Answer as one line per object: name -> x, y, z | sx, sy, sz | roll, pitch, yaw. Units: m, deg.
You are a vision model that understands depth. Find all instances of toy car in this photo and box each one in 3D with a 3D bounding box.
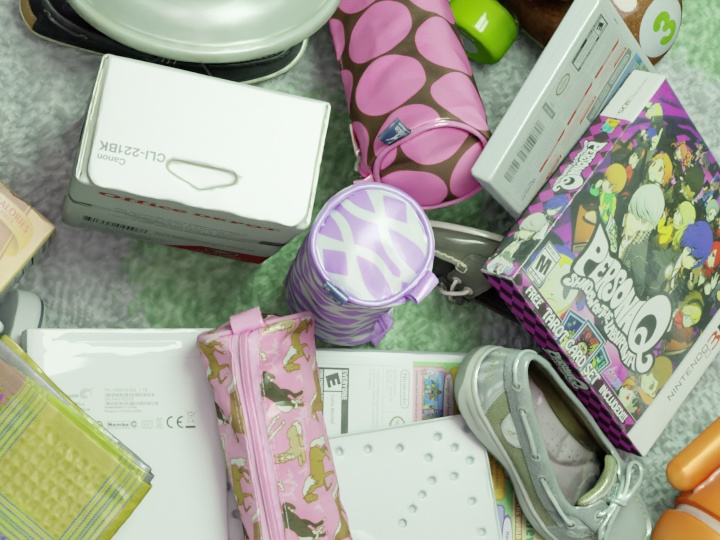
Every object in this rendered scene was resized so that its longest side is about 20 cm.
toy car -> 0.159, -0.214, 1.306 | 0.158, 0.200, 0.164 | 36, 79, 3

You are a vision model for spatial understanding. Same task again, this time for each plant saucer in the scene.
plant saucer -> -0.105, -0.222, 1.285 | 0.200, 0.050, 0.200 | 5, 49, -5

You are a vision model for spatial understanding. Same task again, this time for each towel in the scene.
towel -> -0.237, 0.156, 1.204 | 0.144, 0.023, 0.200 | 38, 87, 6

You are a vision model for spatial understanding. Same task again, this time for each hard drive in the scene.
hard drive -> -0.151, 0.138, 1.250 | 0.132, 0.027, 0.201 | 1, 83, -22

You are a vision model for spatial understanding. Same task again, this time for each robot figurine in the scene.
robot figurine -> 0.282, 0.176, 1.340 | 0.200, 0.144, 0.117 | -45, 55, -12

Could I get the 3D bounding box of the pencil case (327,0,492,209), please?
pencil case -> 0.025, -0.135, 1.297 | 0.094, 0.091, 0.200 | -24, 47, 12

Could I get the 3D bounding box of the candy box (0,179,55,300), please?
candy box -> -0.308, 0.012, 1.271 | 0.115, 0.055, 0.200 | 40, 80, -4

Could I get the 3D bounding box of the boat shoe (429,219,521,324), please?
boat shoe -> 0.107, 0.016, 1.347 | 0.200, 0.067, 0.057 | 18, 77, -12

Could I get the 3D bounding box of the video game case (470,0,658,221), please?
video game case -> 0.150, -0.087, 1.305 | 0.018, 0.200, 0.143 | 29, 85, 30

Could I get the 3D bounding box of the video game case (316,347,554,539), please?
video game case -> 0.045, 0.156, 1.344 | 0.182, 0.022, 0.201 | 2, 83, -11

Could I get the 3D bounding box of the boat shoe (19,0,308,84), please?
boat shoe -> -0.132, -0.171, 1.321 | 0.200, 0.062, 0.075 | 11, 81, -11

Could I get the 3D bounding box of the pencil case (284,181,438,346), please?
pencil case -> 0.000, 0.000, 1.262 | 0.085, 0.200, 0.084 | 35, 80, -1

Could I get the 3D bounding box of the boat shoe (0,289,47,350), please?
boat shoe -> -0.225, 0.114, 1.270 | 0.070, 0.071, 0.200 | 18, 70, -27

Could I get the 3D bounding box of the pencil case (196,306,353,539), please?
pencil case -> -0.053, 0.123, 1.241 | 0.083, 0.086, 0.200 | -9, 88, -31

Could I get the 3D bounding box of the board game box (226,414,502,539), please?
board game box -> -0.001, 0.210, 1.303 | 0.200, 0.026, 0.200 | -9, 85, -9

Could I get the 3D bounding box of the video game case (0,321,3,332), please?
video game case -> -0.360, 0.038, 1.221 | 0.200, 0.023, 0.182 | 41, 80, -3

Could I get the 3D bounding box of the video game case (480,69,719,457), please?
video game case -> 0.188, -0.002, 1.313 | 0.181, 0.036, 0.200 | -51, 127, -17

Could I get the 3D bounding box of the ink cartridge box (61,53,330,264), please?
ink cartridge box -> -0.110, -0.066, 1.244 | 0.144, 0.200, 0.084 | 12, 83, -10

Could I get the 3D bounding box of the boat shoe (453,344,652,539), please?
boat shoe -> 0.142, 0.129, 1.317 | 0.074, 0.065, 0.202 | -51, 117, -30
